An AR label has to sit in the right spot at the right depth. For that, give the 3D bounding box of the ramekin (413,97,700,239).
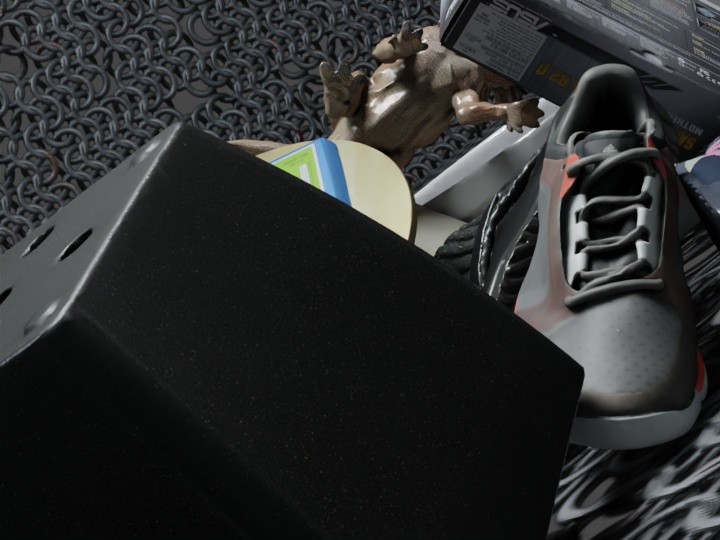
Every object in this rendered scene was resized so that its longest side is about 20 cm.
[{"bbox_3d":[0.123,-0.043,1.251,0.200,0.105,0.200,-36,5,3],"label":"ramekin"}]

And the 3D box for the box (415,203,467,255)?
[{"bbox_3d":[0.000,0.000,1.174,0.082,0.200,0.068,-38,-39,-48],"label":"box"}]

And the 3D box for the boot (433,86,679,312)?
[{"bbox_3d":[0.079,0.023,0.994,0.158,0.079,0.211,-51,11,47],"label":"boot"}]

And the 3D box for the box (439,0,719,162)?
[{"bbox_3d":[0.141,-0.129,1.123,0.048,0.200,0.158,-58,14,29],"label":"box"}]

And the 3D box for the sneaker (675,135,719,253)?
[{"bbox_3d":[0.185,-0.036,0.896,0.082,0.070,0.200,-30,10,10],"label":"sneaker"}]

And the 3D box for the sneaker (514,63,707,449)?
[{"bbox_3d":[0.096,-0.013,0.839,0.077,0.082,0.200,-4,38,5],"label":"sneaker"}]

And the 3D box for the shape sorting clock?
[{"bbox_3d":[-0.059,0.009,1.065,0.200,0.039,0.200,-19,38,16],"label":"shape sorting clock"}]

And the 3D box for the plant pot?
[{"bbox_3d":[-0.064,0.072,0.719,0.200,0.177,0.200,-33,19,30],"label":"plant pot"}]

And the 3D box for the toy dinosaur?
[{"bbox_3d":[0.026,-0.093,1.182,0.200,0.086,0.136,-29,4,2],"label":"toy dinosaur"}]
